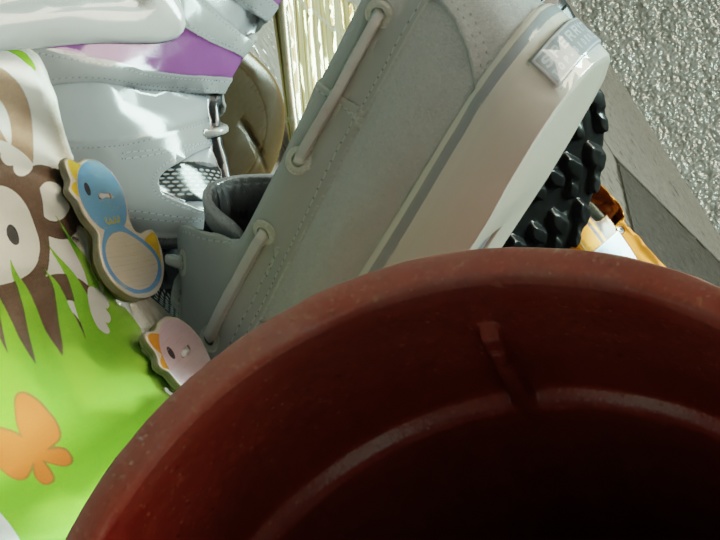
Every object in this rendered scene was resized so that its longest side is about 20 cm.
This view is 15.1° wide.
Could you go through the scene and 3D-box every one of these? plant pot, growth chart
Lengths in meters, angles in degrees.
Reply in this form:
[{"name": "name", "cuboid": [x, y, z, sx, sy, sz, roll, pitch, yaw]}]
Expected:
[{"name": "plant pot", "cuboid": [0.050, 0.127, 0.618, 0.201, 0.200, 0.195, 63, 5, 31]}, {"name": "growth chart", "cuboid": [-0.094, 0.000, 0.622, 0.201, 0.018, 0.145, 56, 37, -3]}]

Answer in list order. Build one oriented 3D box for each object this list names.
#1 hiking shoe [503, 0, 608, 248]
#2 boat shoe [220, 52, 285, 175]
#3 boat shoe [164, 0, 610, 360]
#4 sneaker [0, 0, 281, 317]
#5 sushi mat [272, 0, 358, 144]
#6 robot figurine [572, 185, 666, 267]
[{"name": "hiking shoe", "cuboid": [0.029, -0.018, 0.989, 0.075, 0.201, 0.100, -16, 31, -38]}, {"name": "boat shoe", "cuboid": [-0.109, -0.077, 0.801, 0.200, 0.072, 0.065, 32, -11, -41]}, {"name": "boat shoe", "cuboid": [-0.014, 0.001, 0.699, 0.068, 0.200, 0.072, 39, 40, 8]}, {"name": "sneaker", "cuboid": [-0.053, -0.054, 0.756, 0.078, 0.200, 0.141, 5, -62, 50]}, {"name": "sushi mat", "cuboid": [0.000, 0.000, 0.897, 0.096, 0.012, 0.201, 19, 63, -65]}, {"name": "robot figurine", "cuboid": [0.050, -0.029, 1.195, 0.200, 0.058, 0.145, 46, -29, 2]}]
